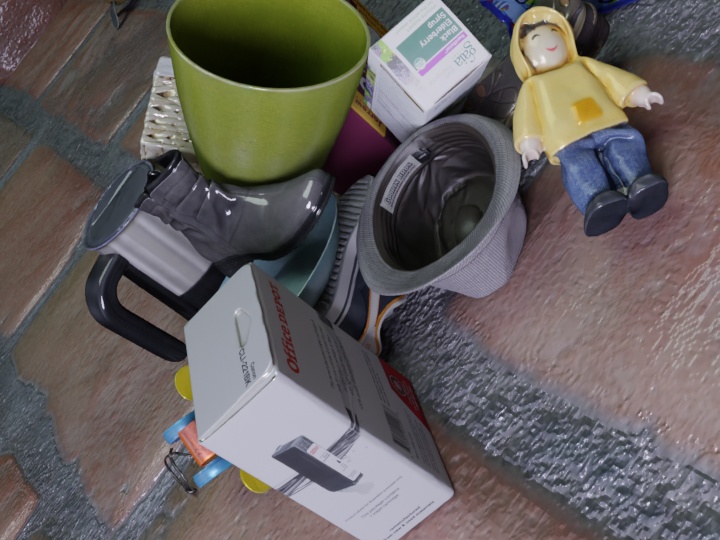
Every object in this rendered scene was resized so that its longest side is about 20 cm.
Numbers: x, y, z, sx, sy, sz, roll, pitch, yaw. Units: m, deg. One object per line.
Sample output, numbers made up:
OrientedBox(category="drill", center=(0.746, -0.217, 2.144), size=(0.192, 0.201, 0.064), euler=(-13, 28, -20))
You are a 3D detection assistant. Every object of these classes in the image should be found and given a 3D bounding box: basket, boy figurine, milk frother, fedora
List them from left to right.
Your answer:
OrientedBox(category="milk frother", center=(-0.176, -0.008, 1.085), size=(0.200, 0.188, 0.181), euler=(-21, 44, 38))
OrientedBox(category="basket", center=(-0.181, -0.133, 1.187), size=(0.200, 0.135, 0.124), euler=(98, -178, -58))
OrientedBox(category="fedora", center=(0.085, -0.042, 0.886), size=(0.177, 0.090, 0.200), euler=(-40, 36, 18))
OrientedBox(category="boy figurine", center=(0.180, -0.130, 0.812), size=(0.124, 0.064, 0.201), euler=(-19, 66, 2))

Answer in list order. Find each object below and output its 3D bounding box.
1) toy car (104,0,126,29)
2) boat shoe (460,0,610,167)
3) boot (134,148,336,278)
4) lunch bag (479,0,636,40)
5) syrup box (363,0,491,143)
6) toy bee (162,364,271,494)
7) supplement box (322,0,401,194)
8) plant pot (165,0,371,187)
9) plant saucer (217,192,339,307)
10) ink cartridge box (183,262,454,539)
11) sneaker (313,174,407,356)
OrientedBox(category="toy car", center=(-0.522, -0.641, 2.230), size=(0.164, 0.157, 0.201), euler=(-123, 46, -60))
OrientedBox(category="boat shoe", center=(0.160, -0.161, 0.933), size=(0.200, 0.073, 0.075), euler=(-53, 35, 36))
OrientedBox(category="boot", center=(-0.124, -0.066, 0.925), size=(0.200, 0.132, 0.070), euler=(-29, 32, 44))
OrientedBox(category="lunch bag", center=(0.230, -0.328, 0.998), size=(0.199, 0.094, 0.151), euler=(-9, 63, 33))
OrientedBox(category="syrup box", center=(0.059, -0.184, 0.973), size=(0.079, 0.081, 0.200), euler=(-42, -3, -4))
OrientedBox(category="toy bee", center=(-0.133, 0.145, 0.958), size=(0.109, 0.131, 0.200), euler=(-35, 15, -22))
OrientedBox(category="supplement box", center=(-0.025, -0.211, 1.152), size=(0.103, 0.131, 0.201), euler=(-28, 40, 31))
OrientedBox(category="plant pot", center=(-0.095, -0.152, 0.984), size=(0.200, 0.186, 0.188), euler=(101, 173, -46))
OrientedBox(category="plant saucer", center=(-0.076, 0.016, 0.939), size=(0.201, 0.039, 0.201), euler=(-42, 24, 24))
OrientedBox(category="ink cartridge box", center=(-0.035, 0.106, 0.785), size=(0.084, 0.200, 0.144), euler=(-42, 33, 13))
OrientedBox(category="sneaker", center=(0.000, 0.000, 0.964), size=(0.078, 0.079, 0.201), euler=(-31, 32, 42))
